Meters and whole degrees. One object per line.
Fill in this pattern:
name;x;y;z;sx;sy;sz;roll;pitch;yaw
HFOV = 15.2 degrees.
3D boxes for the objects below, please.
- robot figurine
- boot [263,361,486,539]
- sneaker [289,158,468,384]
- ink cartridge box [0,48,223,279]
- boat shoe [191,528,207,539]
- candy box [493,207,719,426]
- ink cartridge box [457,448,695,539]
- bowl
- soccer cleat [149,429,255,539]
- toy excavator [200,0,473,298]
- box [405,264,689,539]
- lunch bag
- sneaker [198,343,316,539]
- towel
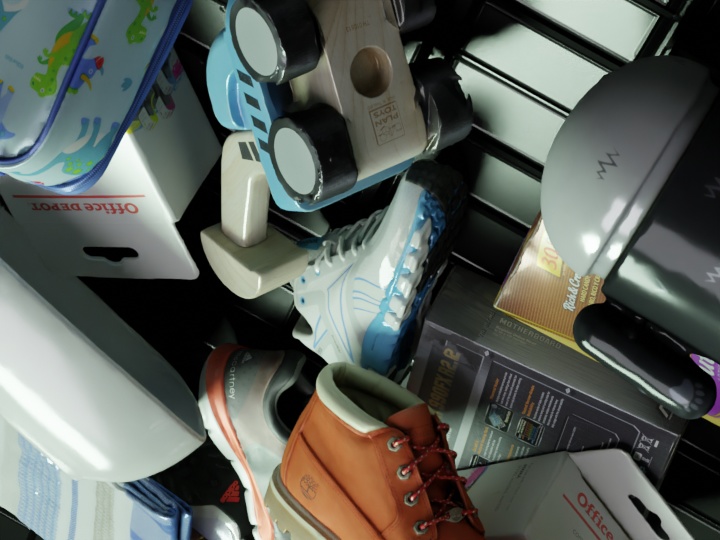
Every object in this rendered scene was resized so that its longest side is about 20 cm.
robot figurine;0.184;-0.019;1.304;0.200;0.150;0.125;31;145;4
boot;0.033;0.133;1.482;0.200;0.075;0.107;36;121;29
sneaker;0.000;0.000;1.509;0.087;0.075;0.200;30;142;9
ink cartridge box;-0.157;-0.090;1.510;0.115;0.068;0.200;2;133;31
boat shoe;-0.135;0.168;1.796;0.068;0.072;0.200;-27;111;11
candy box;0.182;0.018;1.421;0.200;0.056;0.117;29;143;4
ink cartridge box;0.096;0.174;1.561;0.200;0.068;0.116;-16;122;44
bowl;-0.189;0.043;1.588;0.200;0.075;0.200;44;-177;-15
soccer cleat;-0.088;0.146;1.745;0.200;0.068;0.073;41;175;-30
toy excavator;-0.035;-0.076;1.423;0.200;0.100;0.195;10;120;57
box;0.100;0.102;1.573;0.158;0.048;0.200;24;142;9
lunch bag;-0.191;-0.137;1.376;0.200;0.161;0.082;27;-176;31
sneaker;-0.026;0.128;1.667;0.082;0.077;0.200;-9;129;31
towel;-0.188;0.141;1.722;0.200;0.024;0.147;35;144;21
